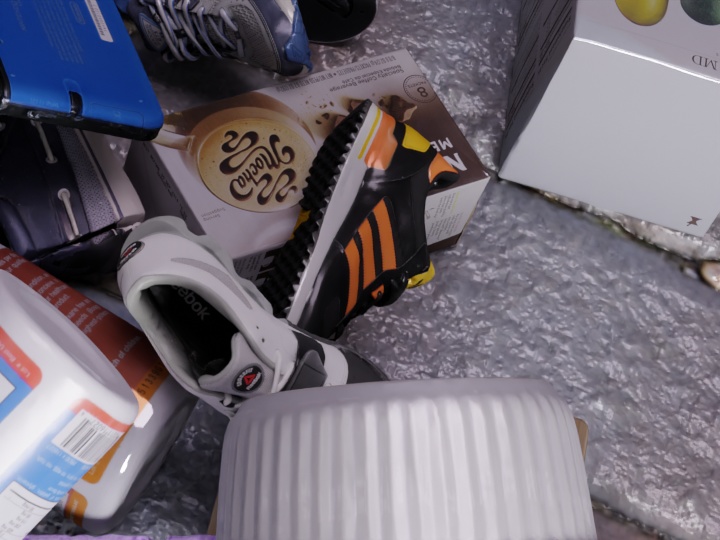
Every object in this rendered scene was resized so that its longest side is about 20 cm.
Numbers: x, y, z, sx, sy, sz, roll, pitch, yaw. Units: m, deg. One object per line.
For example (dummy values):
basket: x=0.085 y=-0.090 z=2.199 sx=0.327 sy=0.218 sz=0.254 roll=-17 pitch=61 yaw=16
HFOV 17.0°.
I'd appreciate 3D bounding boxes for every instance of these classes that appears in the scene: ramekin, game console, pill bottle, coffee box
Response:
ramekin: x=0.022 y=0.113 z=1.212 sx=0.200 sy=0.200 sz=0.105 roll=0 pitch=82 yaw=-19
game console: x=-0.235 y=-0.117 z=1.436 sx=0.171 sy=0.118 sz=0.200 roll=10 pitch=36 yaw=-32
pill bottle: x=-0.198 y=0.052 z=1.354 sx=0.200 sy=0.112 sz=0.112 roll=32 pitch=52 yaw=5
coffee box: x=-0.035 y=-0.053 z=1.506 sx=0.200 sy=0.080 sz=0.113 roll=-17 pitch=63 yaw=-29
pill bottle: x=-0.219 y=0.105 z=1.242 sx=0.200 sy=0.112 sz=0.112 roll=-45 pitch=74 yaw=2

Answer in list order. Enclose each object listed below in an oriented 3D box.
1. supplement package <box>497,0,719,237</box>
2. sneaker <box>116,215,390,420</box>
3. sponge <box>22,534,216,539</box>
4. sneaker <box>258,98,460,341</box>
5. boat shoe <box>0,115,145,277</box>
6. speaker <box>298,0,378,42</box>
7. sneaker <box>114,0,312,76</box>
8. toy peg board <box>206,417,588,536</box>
supplement package: x=0.195 y=-0.160 z=1.617 sx=0.152 sy=0.151 sz=0.200 roll=16 pitch=52 yaw=-8
sneaker: x=-0.055 y=0.059 z=1.302 sx=0.200 sy=0.074 sz=0.089 roll=37 pitch=16 yaw=-10
sponge: x=-0.154 y=0.193 z=1.277 sx=0.200 sy=0.030 sz=0.112 roll=-1 pitch=52 yaw=6
sneaker: x=0.000 y=0.000 z=1.405 sx=0.090 sy=0.070 sz=0.200 roll=28 pitch=64 yaw=-16
boat shoe: x=-0.213 y=-0.078 z=1.466 sx=0.093 sy=0.075 sz=0.200 roll=-17 pitch=61 yaw=-33
speaker: x=-0.019 y=-0.254 z=1.658 sx=0.081 sy=0.081 sz=0.200 roll=13 pitch=53 yaw=-10
sneaker: x=-0.100 y=-0.160 z=1.543 sx=0.085 sy=0.077 sz=0.200 roll=-27 pitch=33 yaw=-19
toy peg board: x=0.016 y=0.176 z=1.366 sx=0.199 sy=0.098 sz=0.200 roll=8 pitch=51 yaw=7
